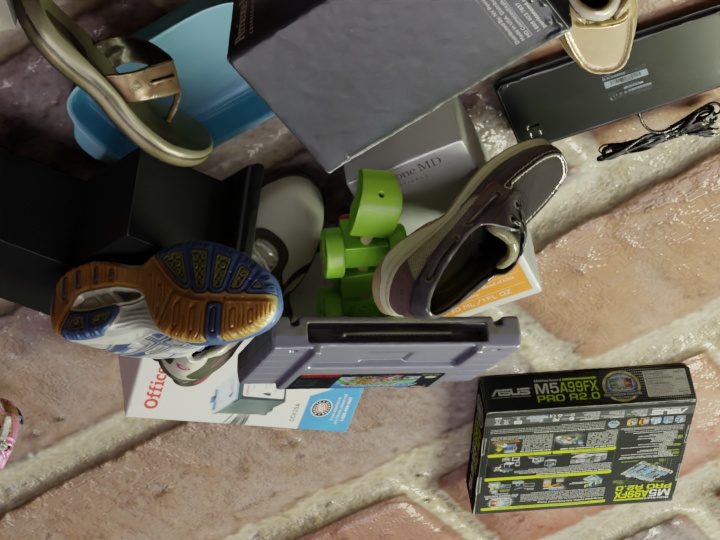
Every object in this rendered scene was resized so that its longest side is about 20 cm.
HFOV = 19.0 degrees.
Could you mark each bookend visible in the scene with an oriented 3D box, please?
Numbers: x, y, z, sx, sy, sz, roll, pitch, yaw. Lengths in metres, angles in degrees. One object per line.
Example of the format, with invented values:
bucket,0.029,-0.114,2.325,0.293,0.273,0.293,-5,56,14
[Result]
bookend,-0.213,-0.043,1.634,0.200,0.092,0.199,21,152,-30

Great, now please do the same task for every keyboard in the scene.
keyboard,0.216,-0.139,1.702,0.199,0.021,0.127,-17,131,11

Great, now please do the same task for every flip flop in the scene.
flip flop,-0.168,-0.144,1.542,0.058,0.081,0.200,-40,127,8

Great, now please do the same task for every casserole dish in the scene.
casserole dish,-0.129,-0.147,1.620,0.200,0.039,0.121,-27,136,20

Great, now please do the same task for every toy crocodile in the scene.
toy crocodile,0.000,0.000,1.690,0.067,0.062,0.200,-5,143,-8

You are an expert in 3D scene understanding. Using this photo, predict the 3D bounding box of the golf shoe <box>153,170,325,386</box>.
golf shoe,-0.085,0.007,1.695,0.077,0.200,0.088,36,167,-10

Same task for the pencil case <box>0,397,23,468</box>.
pencil case,-0.374,0.102,1.824,0.086,0.083,0.200,-26,135,20

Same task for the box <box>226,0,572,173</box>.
box,0.023,-0.204,1.447,0.198,0.200,0.123,-31,122,22

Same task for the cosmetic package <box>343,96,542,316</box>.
cosmetic package,0.066,-0.050,1.737,0.101,0.071,0.200,-20,137,13

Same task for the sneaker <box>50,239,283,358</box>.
sneaker,-0.129,0.026,1.581,0.199,0.076,0.088,0,161,34

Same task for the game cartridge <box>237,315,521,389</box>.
game cartridge,0.012,0.065,1.687,0.199,0.039,0.130,0,160,-16

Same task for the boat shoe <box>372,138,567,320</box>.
boat shoe,0.096,-0.026,1.643,0.200,0.065,0.072,-38,134,-26

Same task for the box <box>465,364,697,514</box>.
box,0.205,0.160,2.017,0.199,0.044,0.161,-4,139,-5

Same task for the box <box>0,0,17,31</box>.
box,-0.345,-0.201,1.498,0.199,0.069,0.082,-10,139,2

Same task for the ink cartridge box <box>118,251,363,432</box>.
ink cartridge box,-0.093,0.056,1.817,0.199,0.086,0.147,4,135,-17

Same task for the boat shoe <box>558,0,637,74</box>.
boat shoe,0.168,-0.211,1.573,0.073,0.069,0.200,-12,137,6
